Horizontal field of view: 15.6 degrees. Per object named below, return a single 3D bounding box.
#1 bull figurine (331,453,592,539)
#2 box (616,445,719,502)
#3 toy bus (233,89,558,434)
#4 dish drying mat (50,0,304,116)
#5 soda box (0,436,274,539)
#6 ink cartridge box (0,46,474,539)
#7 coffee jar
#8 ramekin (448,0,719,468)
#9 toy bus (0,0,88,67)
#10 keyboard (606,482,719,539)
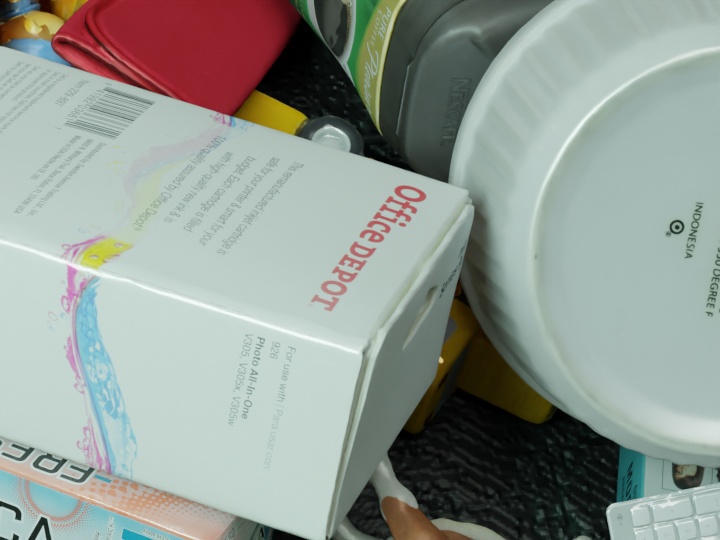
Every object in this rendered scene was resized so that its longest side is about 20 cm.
[{"bbox_3d":[0.010,0.140,1.026,0.200,0.065,0.121,-35,71,-27],"label":"bull figurine"},{"bbox_3d":[0.150,0.101,1.085,0.082,0.049,0.200,10,59,-4],"label":"box"},{"bbox_3d":[0.000,0.000,1.105,0.200,0.065,0.078,34,60,9],"label":"toy bus"},{"bbox_3d":[-0.070,-0.107,1.113,0.077,0.018,0.200,33,22,-2],"label":"dish drying mat"},{"bbox_3d":[-0.131,0.074,0.957,0.200,0.064,0.068,19,31,14],"label":"soda box"},{"bbox_3d":[-0.074,0.004,0.948,0.200,0.088,0.145,16,27,11],"label":"ink cartridge box"},{"bbox_3d":[0.017,-0.131,1.120,0.085,0.104,0.200,-16,51,-23],"label":"coffee jar"},{"bbox_3d":[0.136,-0.017,1.004,0.202,0.094,0.202,0,104,-2],"label":"ramekin"},{"bbox_3d":[-0.180,-0.083,1.090,0.200,0.136,0.192,-23,80,-25],"label":"toy bus"},{"bbox_3d":[0.139,0.183,1.007,0.056,0.011,0.200,-10,88,-5],"label":"keyboard"}]
